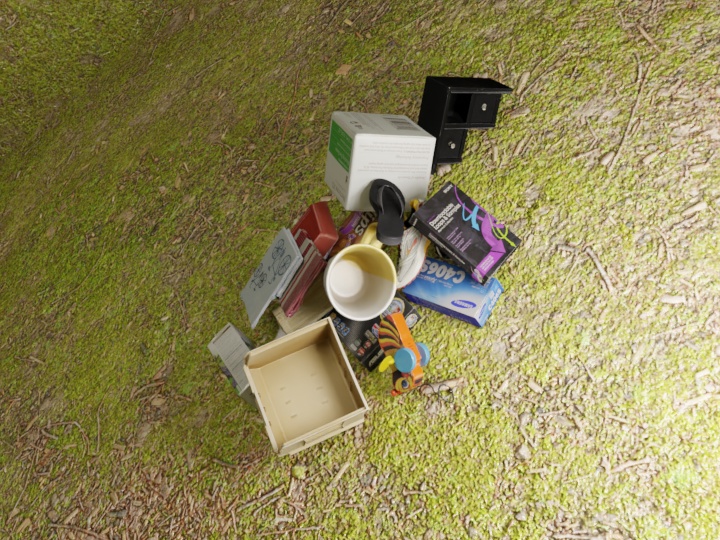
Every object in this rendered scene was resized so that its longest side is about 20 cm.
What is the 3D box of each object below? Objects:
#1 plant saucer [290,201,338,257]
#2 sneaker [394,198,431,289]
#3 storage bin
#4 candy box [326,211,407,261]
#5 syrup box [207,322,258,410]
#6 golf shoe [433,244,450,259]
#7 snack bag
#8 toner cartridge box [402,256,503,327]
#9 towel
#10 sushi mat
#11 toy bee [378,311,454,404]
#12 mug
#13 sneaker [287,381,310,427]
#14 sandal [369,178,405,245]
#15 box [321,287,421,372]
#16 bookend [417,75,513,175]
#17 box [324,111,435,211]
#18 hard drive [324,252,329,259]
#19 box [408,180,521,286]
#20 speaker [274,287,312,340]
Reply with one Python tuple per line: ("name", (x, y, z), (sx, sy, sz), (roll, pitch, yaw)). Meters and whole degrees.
("plant saucer", (-0.138, -0.054, 1.804), (0.201, 0.036, 0.201), (-50, 27, 16))
("sneaker", (0.099, -0.057, 1.635), (0.204, 0.081, 0.078), (-66, 19, 5))
("storage bin", (-0.112, 0.233, 1.535), (0.194, 0.094, 0.203), (-21, 68, -11))
("candy box", (0.005, -0.082, 1.815), (0.201, 0.056, 0.116), (-49, 42, -5))
("syrup box", (-0.265, 0.215, 1.764), (0.081, 0.079, 0.200), (-45, 44, -3))
("golf shoe", (0.182, -0.073, 1.642), (0.199, 0.093, 0.080), (32, 120, 48))
("snack bag", (-0.202, 0.017, 1.738), (0.202, 0.021, 0.189), (-56, 27, 10))
("toner cartridge box", (0.187, 0.040, 1.598), (0.197, 0.043, 0.096), (18, 70, 43))
("towel", (-0.141, 0.002, 1.691), (0.146, 0.022, 0.200), (-56, 27, 10))
("sushi mat", (-0.099, 0.063, 1.710), (0.198, 0.012, 0.096), (-38, 58, -9))
("toy bee", (0.082, 0.192, 1.514), (0.109, 0.129, 0.203), (-44, 49, 33))
("mug", (0.000, 0.010, 1.618), (0.184, 0.152, 0.153), (-33, 9, -11))
("sneaker", (-0.100, 0.250, 1.618), (0.076, 0.080, 0.204), (-4, 54, 33))
("sandal", (0.061, -0.130, 1.588), (0.074, 0.044, 0.203), (3, 40, -10))
("box", (0.017, 0.098, 1.675), (0.160, 0.044, 0.200), (-45, 43, -2))
("bookend", (0.234, -0.338, 1.805), (0.092, 0.195, 0.205), (40, 128, 47))
("box", (0.039, -0.248, 1.757), (0.195, 0.176, 0.200), (-1, 25, -19))
("hard drive", (-0.134, -0.036, 1.847), (0.199, 0.025, 0.134), (7, 68, 62))
("box", (0.212, -0.079, 1.565), (0.199, 0.036, 0.143), (39, 52, 12))
("speaker", (-0.143, 0.137, 1.734), (0.080, 0.081, 0.204), (-1, 58, 34))
